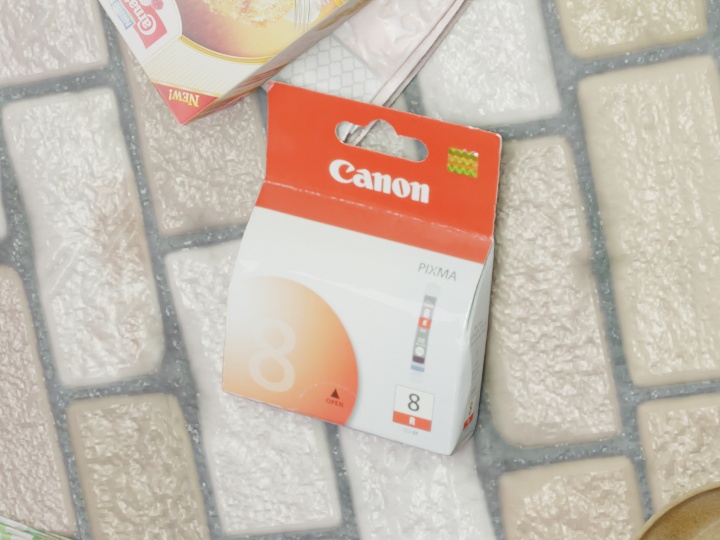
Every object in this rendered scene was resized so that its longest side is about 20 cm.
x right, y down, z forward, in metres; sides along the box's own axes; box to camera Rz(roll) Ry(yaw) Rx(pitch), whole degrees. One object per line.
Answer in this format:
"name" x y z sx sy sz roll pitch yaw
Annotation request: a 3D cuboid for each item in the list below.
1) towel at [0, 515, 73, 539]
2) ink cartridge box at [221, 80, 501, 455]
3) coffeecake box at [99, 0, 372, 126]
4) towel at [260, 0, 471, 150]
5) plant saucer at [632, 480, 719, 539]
"towel" -0.200 0.250 1.927 0.199 0.023 0.153 14 107 22
"ink cartridge box" 0.000 0.000 1.751 0.162 0.050 0.201 15 119 21
"coffeecake box" -0.063 -0.206 1.706 0.200 0.073 0.154 -35 87 27
"towel" -0.028 -0.201 1.749 0.200 0.032 0.191 42 114 11
"plant saucer" 0.245 0.215 1.705 0.199 0.035 0.201 6 104 24
